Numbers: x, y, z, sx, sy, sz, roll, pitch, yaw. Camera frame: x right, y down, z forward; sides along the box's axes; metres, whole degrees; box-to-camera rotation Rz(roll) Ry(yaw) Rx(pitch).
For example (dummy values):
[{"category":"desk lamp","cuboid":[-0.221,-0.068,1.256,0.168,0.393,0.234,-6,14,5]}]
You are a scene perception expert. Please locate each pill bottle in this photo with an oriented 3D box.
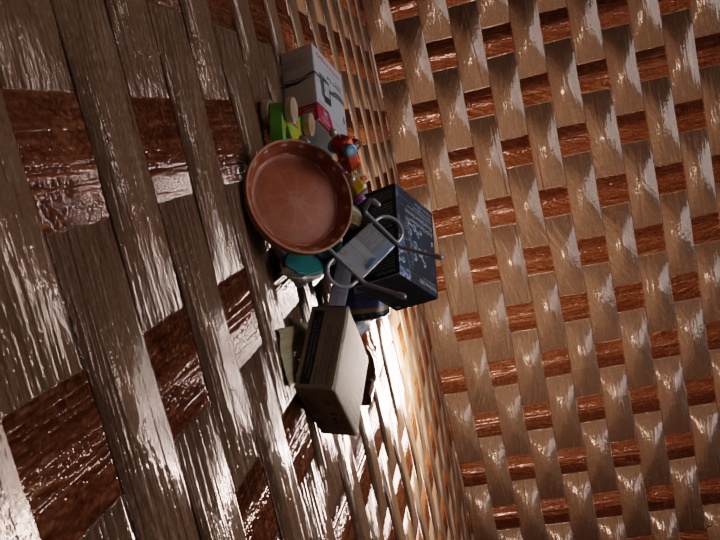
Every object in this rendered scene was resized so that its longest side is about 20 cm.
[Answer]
[{"category":"pill bottle","cuboid":[0.000,0.000,1.579,0.112,0.111,0.202,-34,118,-79]}]

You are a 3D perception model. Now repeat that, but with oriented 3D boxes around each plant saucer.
[{"category":"plant saucer","cuboid":[-0.105,-0.121,1.252,0.032,0.199,0.202,-27,-112,56]}]

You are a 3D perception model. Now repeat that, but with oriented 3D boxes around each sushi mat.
[{"category":"sushi mat","cuboid":[-0.112,0.143,1.317,0.200,0.012,0.096,-2,82,-80]}]

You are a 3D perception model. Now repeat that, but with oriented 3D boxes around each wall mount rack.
[{"category":"wall mount rack","cuboid":[0.039,-0.030,1.325,0.200,0.174,0.075,-44,173,-32]}]

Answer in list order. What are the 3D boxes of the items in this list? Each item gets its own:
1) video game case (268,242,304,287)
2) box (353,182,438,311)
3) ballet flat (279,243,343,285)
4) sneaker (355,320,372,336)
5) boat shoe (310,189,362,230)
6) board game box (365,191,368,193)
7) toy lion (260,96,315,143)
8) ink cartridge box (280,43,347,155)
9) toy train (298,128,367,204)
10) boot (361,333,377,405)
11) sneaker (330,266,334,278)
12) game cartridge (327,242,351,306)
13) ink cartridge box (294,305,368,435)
[{"category":"video game case","cuboid":[-0.112,-0.097,1.366,0.200,0.023,0.183,65,38,-54]},{"category":"box","cuboid":[0.069,-0.044,1.485,0.148,0.107,0.201,30,50,-49]},{"category":"ballet flat","cuboid":[-0.089,-0.007,1.343,0.200,0.071,0.072,-34,114,-60]},{"category":"sneaker","cuboid":[-0.022,0.106,1.685,0.088,0.081,0.200,51,25,-5]},{"category":"boat shoe","cuboid":[-0.057,-0.088,1.374,0.200,0.071,0.077,12,64,-58]},{"category":"board game box","cuboid":[-0.014,-0.101,1.808,0.147,0.064,0.201,-159,-124,-71]},{"category":"toy lion","cuboid":[-0.134,-0.223,1.466,0.200,0.068,0.193,11,76,-79]},{"category":"ink cartridge box","cuboid":[-0.100,-0.373,1.643,0.145,0.083,0.201,34,46,-59]},{"category":"toy train","cuboid":[-0.036,-0.200,1.351,0.200,0.055,0.151,24,-37,59]},{"category":"boot","cuboid":[0.003,0.193,1.713,0.201,0.073,0.155,90,5,-45]},{"category":"sneaker","cuboid":[-0.038,-0.035,1.687,0.100,0.069,0.202,-59,147,-65]},{"category":"game cartridge","cuboid":[-0.047,0.062,1.472,0.133,0.041,0.201,-74,177,-60]},{"category":"ink cartridge box","cuboid":[-0.048,0.184,1.354,0.200,0.075,0.166,71,23,-53]}]
